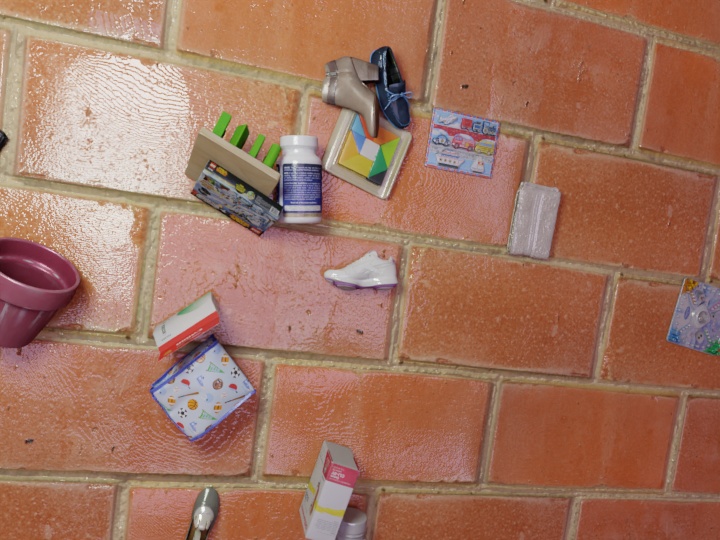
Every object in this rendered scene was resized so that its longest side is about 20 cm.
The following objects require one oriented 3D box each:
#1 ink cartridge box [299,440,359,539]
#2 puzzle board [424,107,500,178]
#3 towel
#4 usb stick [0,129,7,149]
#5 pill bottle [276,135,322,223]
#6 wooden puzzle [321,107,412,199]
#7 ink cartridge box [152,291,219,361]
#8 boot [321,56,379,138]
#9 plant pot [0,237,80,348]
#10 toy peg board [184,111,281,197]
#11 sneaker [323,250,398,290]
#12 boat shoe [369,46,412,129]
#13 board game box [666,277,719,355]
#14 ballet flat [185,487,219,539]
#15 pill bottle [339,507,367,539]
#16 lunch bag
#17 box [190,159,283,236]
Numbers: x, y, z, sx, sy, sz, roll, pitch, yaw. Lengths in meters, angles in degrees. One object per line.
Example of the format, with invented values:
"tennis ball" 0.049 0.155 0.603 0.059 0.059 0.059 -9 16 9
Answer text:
"ink cartridge box" -0.083 0.569 1.481 0.082 0.145 0.205 19 91 -14
"puzzle board" 0.275 -0.340 1.539 0.194 0.017 0.155 8 94 -14
"towel" 0.485 -0.138 1.602 0.129 0.034 0.206 7 94 -14
"usb stick" -0.873 -0.332 1.253 0.198 0.033 0.056 35 94 -15
"pill bottle" -0.149 -0.219 1.397 0.112 0.116 0.206 -1 97 -13
"wooden puzzle" 0.017 -0.307 1.469 0.196 0.037 0.189 23 91 -15
"ink cartridge box" -0.404 0.125 1.328 0.159 0.200 0.051 -33 102 -8
"boot" -0.025 -0.426 1.416 0.142 0.070 0.206 0 82 8
"plant pot" -0.746 0.058 1.253 0.197 0.201 0.181 30 104 -15
"toy peg board" -0.286 -0.254 1.342 0.197 0.199 0.100 30 62 -14
"sneaker" 0.000 0.000 1.491 0.194 0.075 0.103 1 77 -14
"boat shoe" 0.079 -0.457 1.441 0.084 0.068 0.204 -35 105 -32
"board game box" 1.057 0.145 1.775 0.195 0.026 0.205 16 92 -15
"ballet flat" -0.405 0.657 1.455 0.066 0.064 0.205 18 91 -15
"pill bottle" -0.039 0.749 1.528 0.111 0.114 0.206 7 94 -14
"lunch bag" -0.384 0.285 1.392 0.199 0.123 0.172 -41 104 -14
"box" -0.292 -0.166 1.350 0.198 0.136 0.041 32 63 -19
